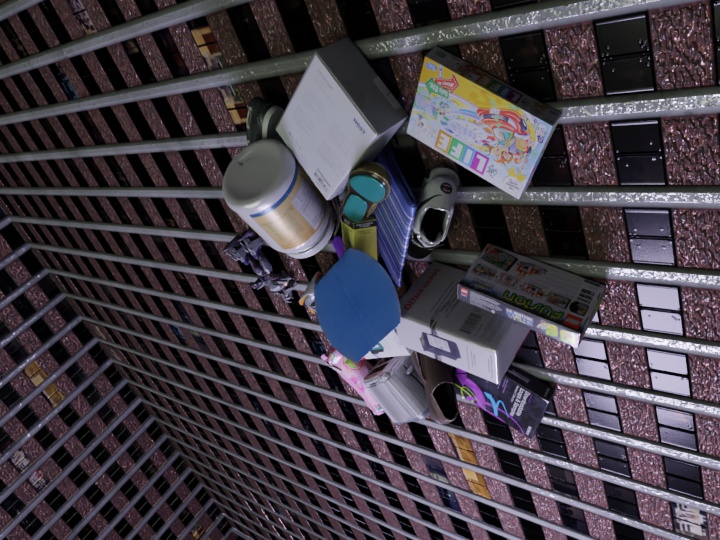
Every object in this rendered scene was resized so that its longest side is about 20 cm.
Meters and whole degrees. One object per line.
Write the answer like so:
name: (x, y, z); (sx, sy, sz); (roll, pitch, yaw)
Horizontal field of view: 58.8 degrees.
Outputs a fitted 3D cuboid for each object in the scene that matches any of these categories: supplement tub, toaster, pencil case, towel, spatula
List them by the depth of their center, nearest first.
towel: (0.055, -0.090, 1.082); (0.202, 0.023, 0.147); (96, 156, -51)
spatula: (-0.044, -0.099, 1.160); (0.056, 0.020, 0.205); (157, 105, -70)
supplement tub: (-0.142, -0.124, 1.162); (0.142, 0.147, 0.200); (17, 162, 33)
toaster: (0.090, 0.250, 1.384); (0.130, 0.113, 0.200); (48, 155, 0)
pencil case: (-0.002, 0.245, 1.500); (0.200, 0.088, 0.087); (46, 146, -4)

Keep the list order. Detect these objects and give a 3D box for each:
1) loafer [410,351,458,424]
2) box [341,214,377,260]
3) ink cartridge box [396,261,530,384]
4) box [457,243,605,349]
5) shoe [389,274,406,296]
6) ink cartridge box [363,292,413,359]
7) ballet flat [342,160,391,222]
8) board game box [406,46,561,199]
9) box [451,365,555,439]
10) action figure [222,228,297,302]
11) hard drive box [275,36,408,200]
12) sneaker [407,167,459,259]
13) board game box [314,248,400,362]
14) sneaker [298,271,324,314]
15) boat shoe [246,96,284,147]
loafer: (0.156, 0.206, 1.261); (0.071, 0.072, 0.204); (170, 80, -75)
box: (0.000, 0.000, 1.182); (0.075, 0.049, 0.205); (-143, 48, -64)
ink cartridge box: (0.175, 0.083, 1.091); (0.197, 0.145, 0.086); (19, 139, 32)
box: (0.260, 0.033, 0.985); (0.197, 0.110, 0.035); (23, 142, 28)
shoe: (0.012, 0.035, 1.276); (0.198, 0.070, 0.054); (-6, 132, 51)
ink cartridge box: (0.047, 0.112, 1.280); (0.198, 0.116, 0.068); (-15, 117, 52)
ballet flat: (0.014, -0.139, 1.037); (0.071, 0.071, 0.200); (43, 162, 1)
board game box: (0.166, -0.206, 0.899); (0.198, 0.034, 0.136); (33, 145, 16)
box: (0.269, 0.231, 1.248); (0.197, 0.036, 0.145); (28, 142, 21)
action figure: (-0.224, 0.001, 1.488); (0.129, 0.070, 0.201); (-21, 115, 43)
hard drive box: (-0.037, -0.235, 1.021); (0.157, 0.076, 0.200); (53, 146, 3)
sneaker: (0.106, -0.068, 1.045); (0.072, 0.090, 0.202); (11, 144, -2)
board game box: (0.000, 0.057, 1.129); (0.200, 0.039, 0.160); (-46, 70, 37)
sneaker: (-0.073, 0.064, 1.357); (0.077, 0.079, 0.200); (34, 173, 15)
boat shoe: (-0.181, -0.233, 1.200); (0.060, 0.075, 0.202); (34, 137, 17)
